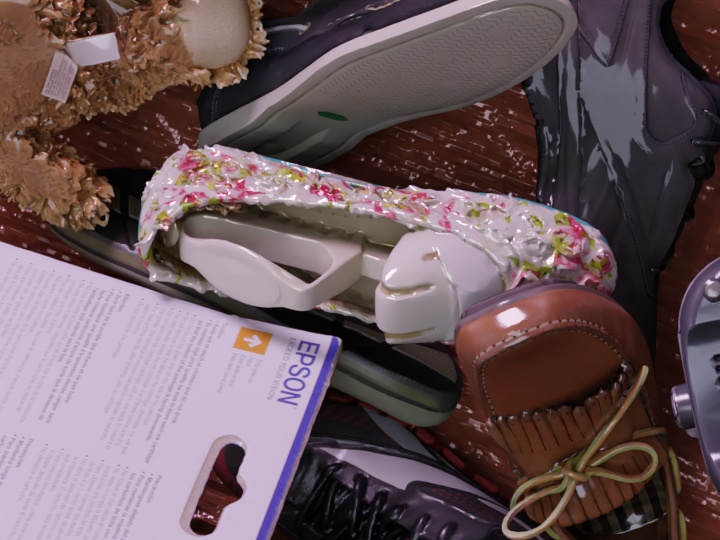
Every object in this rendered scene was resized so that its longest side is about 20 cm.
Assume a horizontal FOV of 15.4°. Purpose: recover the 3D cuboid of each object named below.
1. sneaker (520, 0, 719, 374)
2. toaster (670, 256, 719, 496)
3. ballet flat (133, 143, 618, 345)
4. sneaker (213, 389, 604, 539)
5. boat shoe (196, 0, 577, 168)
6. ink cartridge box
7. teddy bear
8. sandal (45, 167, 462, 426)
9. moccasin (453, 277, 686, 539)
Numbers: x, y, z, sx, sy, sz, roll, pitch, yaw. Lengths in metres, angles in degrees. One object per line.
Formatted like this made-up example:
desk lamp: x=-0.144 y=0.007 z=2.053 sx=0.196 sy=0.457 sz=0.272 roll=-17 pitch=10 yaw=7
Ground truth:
sneaker: x=0.113 y=-0.041 z=1.096 sx=0.090 sy=0.076 sz=0.201 roll=-5 pitch=100 yaw=9
toaster: x=0.220 y=0.034 z=1.029 sx=0.199 sy=0.129 sz=0.114 roll=-14 pitch=83 yaw=9
ballet flat: x=0.000 y=0.000 z=1.059 sx=0.199 sy=0.064 sz=0.076 roll=9 pitch=123 yaw=17
sneaker: x=0.019 y=0.112 z=1.129 sx=0.200 sy=0.098 sz=0.071 roll=29 pitch=107 yaw=9
boat shoe: x=0.005 y=-0.095 z=1.083 sx=0.199 sy=0.072 sz=0.068 roll=-18 pitch=62 yaw=44
ink cartridge box: x=-0.126 y=0.074 z=1.014 sx=0.199 sy=0.200 sz=0.041 roll=16 pitch=131 yaw=5
teddy bear: x=-0.135 y=-0.092 z=1.095 sx=0.145 sy=0.067 sz=0.200 roll=43 pitch=107 yaw=-13
sandal: x=-0.053 y=0.020 z=1.145 sx=0.200 sy=0.080 sz=0.058 roll=31 pitch=119 yaw=7
moccasin: x=0.086 y=0.071 z=1.045 sx=0.073 sy=0.202 sz=0.078 roll=-16 pitch=55 yaw=5
